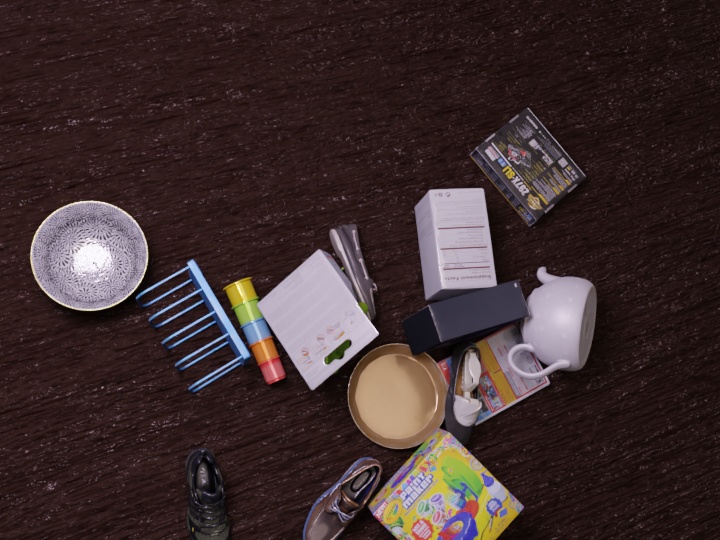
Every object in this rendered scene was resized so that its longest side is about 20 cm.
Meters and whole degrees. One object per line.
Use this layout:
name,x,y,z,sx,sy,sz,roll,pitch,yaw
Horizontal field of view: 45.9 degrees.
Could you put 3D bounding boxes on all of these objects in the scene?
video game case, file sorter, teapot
video game case,0.263,0.207,1.697,0.200,0.017,0.143,-25,84,-17
file sorter,-0.302,0.106,1.536,0.122,0.139,0.200,-30,85,-14
teapot,0.376,0.103,1.678,0.146,0.200,0.198,7,98,24

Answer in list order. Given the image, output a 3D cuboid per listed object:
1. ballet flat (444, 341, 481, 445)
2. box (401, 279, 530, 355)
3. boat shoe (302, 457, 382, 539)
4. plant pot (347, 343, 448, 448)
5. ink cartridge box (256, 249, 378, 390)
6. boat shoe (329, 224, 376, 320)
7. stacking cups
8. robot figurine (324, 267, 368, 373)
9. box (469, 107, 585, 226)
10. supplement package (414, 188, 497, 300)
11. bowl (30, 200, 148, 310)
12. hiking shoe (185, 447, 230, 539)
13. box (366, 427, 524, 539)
ballet flat,0.200,0.233,1.630,0.068,0.068,0.201,7,77,-19
box,0.200,0.092,1.631,0.199,0.141,0.079,-14,77,-22
boat shoe,-0.033,0.423,1.553,0.072,0.072,0.200,38,72,-1
plant pot,0.071,0.242,1.642,0.199,0.027,0.201,3,77,-11
ink cartridge box,-0.071,0.087,1.510,0.162,0.050,0.200,-41,68,11
boat shoe,0.000,0.000,1.662,0.057,0.067,0.201,-20,79,-11
stacking cups,-0.191,0.113,1.600,0.060,0.061,0.201,-24,85,-16
robot figurine,-0.074,0.091,1.598,0.175,0.116,0.201,-1,76,20
box,0.355,-0.221,1.800,0.160,0.049,0.200,-40,88,-15
supplement package,0.187,-0.050,1.688,0.117,0.117,0.201,-3,78,-13
bowl,-0.487,-0.017,1.545,0.200,0.094,0.202,3,77,-11
hiking shoe,-0.271,0.412,1.489,0.075,0.101,0.201,-11,80,-14
box,0.151,0.429,1.553,0.193,0.122,0.200,44,82,1
